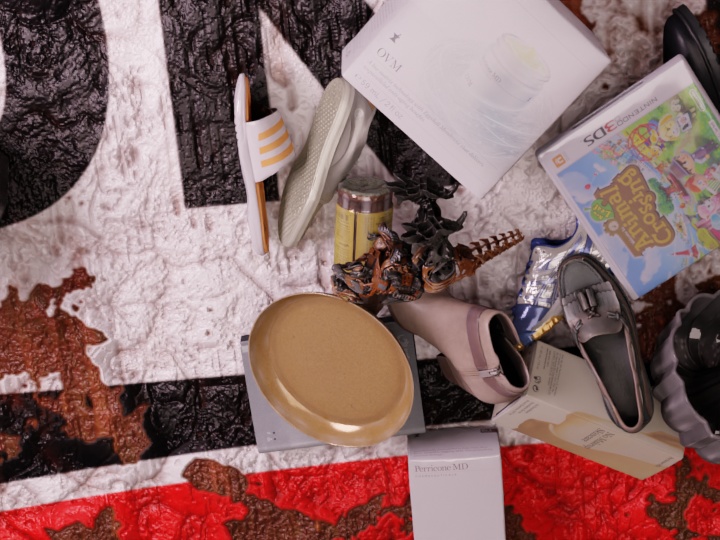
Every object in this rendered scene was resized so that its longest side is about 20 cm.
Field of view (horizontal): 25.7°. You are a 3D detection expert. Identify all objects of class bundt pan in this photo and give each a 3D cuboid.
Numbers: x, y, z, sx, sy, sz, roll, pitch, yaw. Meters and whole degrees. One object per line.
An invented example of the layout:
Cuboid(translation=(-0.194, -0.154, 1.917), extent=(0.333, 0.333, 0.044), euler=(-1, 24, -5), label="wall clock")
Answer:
Cuboid(translation=(0.400, 0.129, 1.737), extent=(0.201, 0.203, 0.076), euler=(33, 141, -11), label="bundt pan")

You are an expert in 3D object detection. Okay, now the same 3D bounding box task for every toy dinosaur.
Cuboid(translation=(0.066, -0.023, 1.652), extent=(0.199, 0.102, 0.137), euler=(-26, 138, -22), label="toy dinosaur")

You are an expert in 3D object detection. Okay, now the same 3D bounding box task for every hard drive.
Cuboid(translation=(-0.030, 0.130, 1.808), extent=(0.197, 0.033, 0.141), euler=(-8, 110, 2), label="hard drive")

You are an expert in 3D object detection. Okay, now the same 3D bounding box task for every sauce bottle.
Cuboid(translation=(0.000, 0.000, 1.714), extent=(0.064, 0.065, 0.202), euler=(4, 114, -1), label="sauce bottle")

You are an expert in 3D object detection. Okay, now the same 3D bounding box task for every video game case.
Cuboid(translation=(0.310, -0.094, 1.653), extent=(0.181, 0.022, 0.201), euler=(-33, 109, 12), label="video game case")

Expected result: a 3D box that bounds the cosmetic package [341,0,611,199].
Cuboid(translation=(0.117, -0.222, 1.634), extent=(0.199, 0.123, 0.200), euler=(40, 104, -13), label="cosmetic package")

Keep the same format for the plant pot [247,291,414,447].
Cuboid(translation=(-0.029, 0.105, 1.733), extent=(0.198, 0.028, 0.202), euler=(12, 123, 19), label="plant pot")

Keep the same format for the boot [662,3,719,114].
Cuboid(translation=(0.312, -0.160, 1.679), extent=(0.167, 0.077, 0.201), euler=(-24, 114, 5), label="boot")

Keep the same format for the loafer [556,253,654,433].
Cuboid(translation=(0.265, 0.077, 1.681), extent=(0.071, 0.063, 0.202), euler=(-22, 91, 12), label="loafer")

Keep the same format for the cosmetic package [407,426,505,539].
Cuboid(translation=(0.115, 0.289, 1.840), extent=(0.111, 0.081, 0.202), euler=(-5, 111, 4), label="cosmetic package")

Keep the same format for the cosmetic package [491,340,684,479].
Cuboid(translation=(0.259, 0.159, 1.769), extent=(0.198, 0.072, 0.105), euler=(21, 153, -9), label="cosmetic package")

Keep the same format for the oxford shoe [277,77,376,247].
Cuboid(translation=(-0.036, -0.111, 1.705), extent=(0.057, 0.075, 0.202), euler=(13, 112, -30), label="oxford shoe")

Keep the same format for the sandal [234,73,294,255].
Cuboid(translation=(-0.098, -0.117, 1.700), extent=(0.058, 0.079, 0.209), euler=(-6, 118, 1), label="sandal")

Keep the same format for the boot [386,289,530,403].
Cuboid(translation=(0.108, 0.055, 1.713), extent=(0.070, 0.146, 0.201), euler=(-39, 104, -24), label="boot")

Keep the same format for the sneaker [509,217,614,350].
Cuboid(translation=(0.207, 0.010, 1.754), extent=(0.200, 0.075, 0.088), euler=(-43, 90, 10), label="sneaker")

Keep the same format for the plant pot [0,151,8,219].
Cuboid(translation=(-0.476, -0.069, 1.662), extent=(0.176, 0.200, 0.201), euler=(20, 109, -21), label="plant pot")
